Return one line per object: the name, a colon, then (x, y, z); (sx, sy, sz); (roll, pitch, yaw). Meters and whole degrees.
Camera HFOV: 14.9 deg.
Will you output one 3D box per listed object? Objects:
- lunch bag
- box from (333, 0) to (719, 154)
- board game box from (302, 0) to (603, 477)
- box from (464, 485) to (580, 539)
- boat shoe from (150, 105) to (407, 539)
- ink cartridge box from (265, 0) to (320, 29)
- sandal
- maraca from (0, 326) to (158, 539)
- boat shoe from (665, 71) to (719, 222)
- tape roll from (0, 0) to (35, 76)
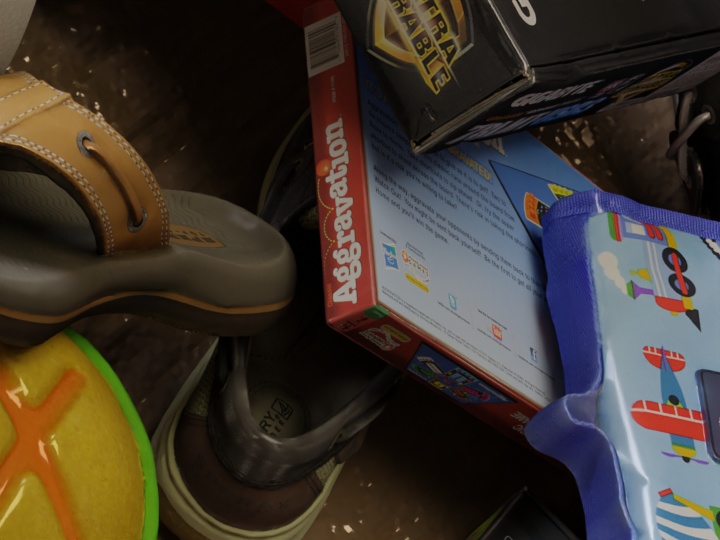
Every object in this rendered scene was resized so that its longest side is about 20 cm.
lunch bag: (0.125, 0.066, 0.826); (0.199, 0.094, 0.151); (19, 50, -34)
box: (0.030, -0.139, 0.818); (0.201, 0.050, 0.198); (62, 27, 7)
board game box: (0.049, 0.004, 0.831); (0.200, 0.019, 0.103); (34, 44, -48)
box: (0.026, 0.163, 0.771); (0.110, 0.035, 0.200); (45, 50, 1)
boat shoe: (0.000, 0.000, 0.835); (0.073, 0.065, 0.200); (30, 51, -11)
ink cartridge box: (-0.021, -0.150, 0.868); (0.116, 0.067, 0.201); (35, 36, -37)
sandal: (-0.076, -0.020, 0.704); (0.082, 0.055, 0.200); (35, 16, 32)
maraca: (-0.149, 0.056, 0.689); (0.199, 0.107, 0.138); (3, 60, -14)
boat shoe: (0.121, -0.067, 0.944); (0.057, 0.067, 0.200); (11, 41, -4)
tape roll: (-0.137, -0.134, 0.748); (0.037, 0.203, 0.204); (-3, 64, -32)
